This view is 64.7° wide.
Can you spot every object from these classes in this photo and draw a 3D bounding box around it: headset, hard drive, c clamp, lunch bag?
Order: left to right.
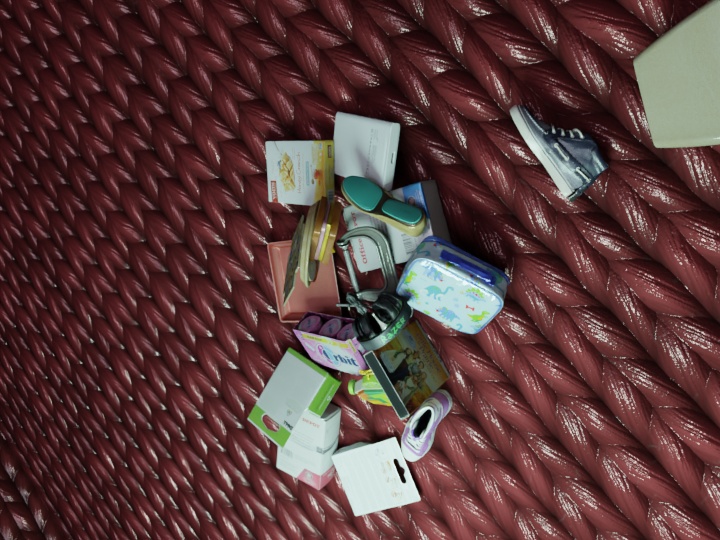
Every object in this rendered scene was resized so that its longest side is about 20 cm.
[{"bbox_3d":[0.000,0.000,1.210,0.167,0.027,0.204,4,119,28],"label":"c clamp"},{"bbox_3d":[0.005,-0.256,1.203,0.199,0.026,0.135,28,117,49],"label":"hard drive"},{"bbox_3d":[0.026,0.089,1.145,0.123,0.200,0.094,-43,105,-9],"label":"headset"},{"bbox_3d":[0.180,0.030,1.113,0.197,0.083,0.162,26,143,1],"label":"lunch bag"}]

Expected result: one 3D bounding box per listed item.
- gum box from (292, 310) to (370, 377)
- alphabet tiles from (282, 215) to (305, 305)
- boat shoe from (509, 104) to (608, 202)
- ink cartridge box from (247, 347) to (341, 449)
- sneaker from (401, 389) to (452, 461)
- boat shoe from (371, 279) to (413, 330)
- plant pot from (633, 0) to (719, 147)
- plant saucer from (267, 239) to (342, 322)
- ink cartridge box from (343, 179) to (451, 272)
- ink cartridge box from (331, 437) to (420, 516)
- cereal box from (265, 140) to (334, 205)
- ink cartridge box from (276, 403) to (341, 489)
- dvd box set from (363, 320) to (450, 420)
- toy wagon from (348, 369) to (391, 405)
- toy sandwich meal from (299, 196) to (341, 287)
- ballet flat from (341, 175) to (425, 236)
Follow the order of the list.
[{"bbox_3d":[-0.051,0.168,1.304,0.197,0.066,0.115,6,135,45],"label":"gum box"},{"bbox_3d":[-0.151,-0.020,1.277,0.200,0.006,0.170,130,148,-64],"label":"alphabet tiles"},{"bbox_3d":[0.355,-0.231,1.010,0.092,0.075,0.202,-36,89,26],"label":"boat shoe"},{"bbox_3d":[-0.163,0.314,1.384,0.146,0.076,0.202,25,79,36],"label":"ink cartridge box"},{"bbox_3d":[0.125,0.360,1.262,0.072,0.114,0.204,31,117,20],"label":"sneaker"},{"bbox_3d":[0.077,0.087,1.260,0.075,0.062,0.202,39,121,16],"label":"boat shoe"},{"bbox_3d":[0.518,-0.278,0.826,0.175,0.198,0.205,-13,95,44],"label":"plant pot"},{"bbox_3d":[-0.130,0.022,1.392,0.196,0.036,0.205,-4,98,33],"label":"plant saucer"},{"bbox_3d":[0.076,-0.092,1.204,0.197,0.084,0.148,-13,94,34],"label":"ink cartridge box"},{"bbox_3d":[0.041,0.499,1.396,0.197,0.050,0.165,-25,87,26],"label":"ink cartridge box"},{"bbox_3d":[-0.143,-0.228,1.325,0.197,0.039,0.148,9,106,39],"label":"cereal box"},{"bbox_3d":[-0.133,0.430,1.460,0.144,0.082,0.205,17,110,28],"label":"ink cartridge box"},{"bbox_3d":[0.102,0.201,1.186,0.029,0.199,0.148,-35,82,35],"label":"dvd box set"},{"bbox_3d":[0.050,0.258,1.242,0.152,0.200,0.040,-7,65,24],"label":"toy wagon"},{"bbox_3d":[-0.082,-0.061,1.223,0.068,0.206,0.210,8,108,1],"label":"toy sandwich meal"},{"bbox_3d":[0.043,-0.122,1.132,0.198,0.063,0.069,33,72,25],"label":"ballet flat"}]
